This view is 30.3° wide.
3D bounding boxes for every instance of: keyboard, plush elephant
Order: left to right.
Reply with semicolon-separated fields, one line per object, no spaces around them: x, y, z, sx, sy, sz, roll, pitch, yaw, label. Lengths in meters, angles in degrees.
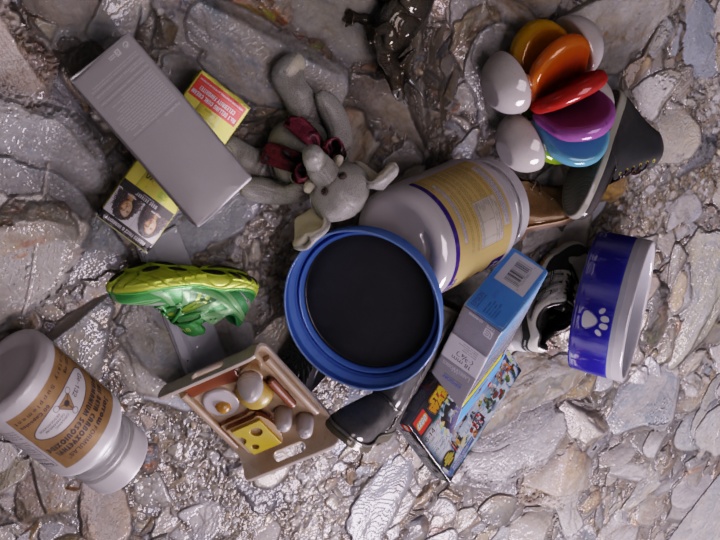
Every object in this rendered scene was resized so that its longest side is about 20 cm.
-0.214;0.042;1.605;0.056;0.011;0.202;-32;125;-24;keyboard
-0.052;-0.117;1.542;0.165;0.155;0.200;-46;127;-7;plush elephant

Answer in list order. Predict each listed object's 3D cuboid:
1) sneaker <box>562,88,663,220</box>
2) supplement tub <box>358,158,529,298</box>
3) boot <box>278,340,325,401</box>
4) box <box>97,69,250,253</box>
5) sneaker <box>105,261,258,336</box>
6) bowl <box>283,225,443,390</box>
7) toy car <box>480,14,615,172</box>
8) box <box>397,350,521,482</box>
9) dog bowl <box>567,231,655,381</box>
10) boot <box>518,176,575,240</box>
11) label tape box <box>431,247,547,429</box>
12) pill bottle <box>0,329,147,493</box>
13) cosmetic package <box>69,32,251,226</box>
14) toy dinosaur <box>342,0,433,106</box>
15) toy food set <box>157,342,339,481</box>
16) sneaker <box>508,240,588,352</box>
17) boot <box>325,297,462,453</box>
0.349;-0.138;1.801;0.106;0.074;0.202;34;68;-22;sneaker
0.107;-0.057;1.659;0.199;0.144;0.148;-24;125;-45;supplement tub
-0.011;0.126;1.748;0.199;0.066;0.166;14;116;-47;boot
-0.210;-0.123;1.492;0.075;0.050;0.201;37;89;-13;box
-0.204;0.036;1.554;0.198;0.074;0.085;5;102;-39;sneaker
0.006;0.042;1.584;0.039;0.198;0.204;-45;143;-63;bowl
0.262;-0.218;1.707;0.174;0.150;0.202;-31;125;-18;toy car
0.135;0.171;1.838;0.201;0.040;0.137;-54;131;-22;box
0.354;0.049;1.870;0.200;0.078;0.203;13;90;-73;dog bowl
0.240;-0.097;1.804;0.198;0.073;0.077;-21;111;-21;boot
0.158;0.090;1.737;0.144;0.063;0.201;-45;163;-44;label tape box
-0.337;0.167;1.512;0.115;0.114;0.200;-47;128;-6;pill bottle
-0.211;-0.148;1.410;0.090;0.107;0.201;-39;99;-5;cosmetic package
0.046;-0.308;1.588;0.102;0.076;0.203;12;100;-48;toy dinosaur
-0.136;0.181;1.642;0.142;0.061;0.200;-24;130;18;toy food set
0.276;0.043;1.860;0.201;0.087;0.076;-50;128;-23;sneaker
0.048;0.125;1.676;0.201;0.072;0.182;-55;167;14;boot
